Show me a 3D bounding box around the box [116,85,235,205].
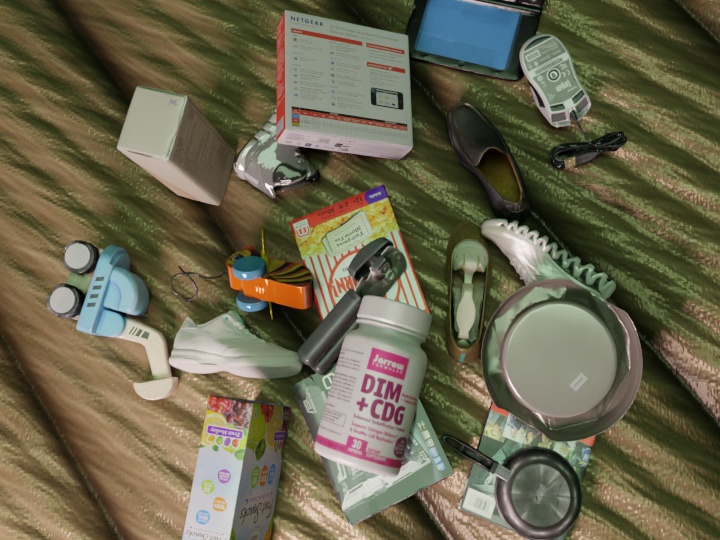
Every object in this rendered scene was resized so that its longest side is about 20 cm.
[{"bbox_3d":[-0.254,-0.171,0.962,0.076,0.200,0.097,14,80,11],"label":"box"}]

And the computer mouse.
[{"bbox_3d":[0.296,-0.249,0.985,0.108,0.044,0.203,-24,81,7],"label":"computer mouse"}]

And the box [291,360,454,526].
[{"bbox_3d":[0.015,0.214,0.919,0.155,0.050,0.203,-26,75,2],"label":"box"}]

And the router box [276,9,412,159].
[{"bbox_3d":[-0.022,-0.266,0.983,0.196,0.049,0.184,4,76,-22],"label":"router box"}]

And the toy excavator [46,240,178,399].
[{"bbox_3d":[-0.344,0.071,0.986,0.196,0.100,0.199,15,82,2],"label":"toy excavator"}]

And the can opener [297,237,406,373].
[{"bbox_3d":[-0.015,0.043,0.921,0.201,0.053,0.067,-49,44,-3],"label":"can opener"}]

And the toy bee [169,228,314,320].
[{"bbox_3d":[-0.151,-0.004,0.959,0.197,0.109,0.133,24,123,1],"label":"toy bee"}]

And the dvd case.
[{"bbox_3d":[0.227,0.244,0.898,0.143,0.022,0.204,18,80,11],"label":"dvd case"}]

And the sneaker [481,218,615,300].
[{"bbox_3d":[0.245,-0.002,0.923,0.198,0.075,0.082,34,93,11],"label":"sneaker"}]

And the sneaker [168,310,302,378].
[{"bbox_3d":[-0.174,0.102,0.964,0.195,0.076,0.090,4,67,10],"label":"sneaker"}]

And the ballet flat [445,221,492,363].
[{"bbox_3d":[0.147,0.024,0.930,0.066,0.072,0.205,6,79,7],"label":"ballet flat"}]

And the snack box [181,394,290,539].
[{"bbox_3d":[-0.155,0.270,0.871,0.066,0.169,0.205,7,80,13],"label":"snack box"}]

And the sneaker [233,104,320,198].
[{"bbox_3d":[-0.090,-0.194,1.019,0.115,0.075,0.201,38,90,5],"label":"sneaker"}]

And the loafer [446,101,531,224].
[{"bbox_3d":[0.186,-0.164,0.965,0.072,0.072,0.202,-31,75,1],"label":"loafer"}]

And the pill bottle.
[{"bbox_3d":[0.021,0.142,0.849,0.111,0.113,0.204,14,80,11],"label":"pill bottle"}]

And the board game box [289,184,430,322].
[{"bbox_3d":[0.000,0.000,0.969,0.149,0.046,0.204,-21,76,3],"label":"board game box"}]

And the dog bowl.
[{"bbox_3d":[0.252,0.111,0.865,0.195,0.059,0.205,0,90,9],"label":"dog bowl"}]

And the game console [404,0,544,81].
[{"bbox_3d":[0.171,-0.405,1.000,0.196,0.178,0.118,16,52,11],"label":"game console"}]

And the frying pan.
[{"bbox_3d":[0.206,0.258,0.875,0.114,0.031,0.191,-39,79,-2],"label":"frying pan"}]
